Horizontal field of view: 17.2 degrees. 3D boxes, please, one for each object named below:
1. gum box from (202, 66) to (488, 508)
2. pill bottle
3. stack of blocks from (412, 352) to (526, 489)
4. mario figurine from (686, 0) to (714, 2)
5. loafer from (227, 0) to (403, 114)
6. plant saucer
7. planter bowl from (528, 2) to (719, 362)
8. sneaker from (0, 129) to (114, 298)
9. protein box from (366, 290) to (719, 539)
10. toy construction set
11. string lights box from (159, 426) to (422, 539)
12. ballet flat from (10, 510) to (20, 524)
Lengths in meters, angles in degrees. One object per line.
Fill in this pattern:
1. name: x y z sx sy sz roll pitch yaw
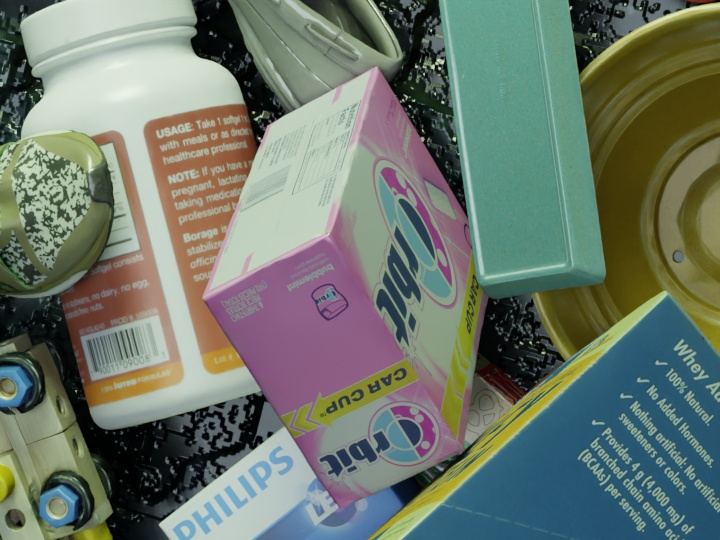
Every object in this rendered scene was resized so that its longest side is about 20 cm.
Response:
1. gum box: 0.000 0.000 1.071 0.066 0.200 0.114 -26 110 18
2. pill bottle: -0.100 -0.032 1.150 0.111 0.112 0.202 -14 89 12
3. stack of blocks: 0.019 0.141 1.160 0.115 0.059 0.200 40 100 7
4. mario figurine: 0.170 -0.223 1.118 0.123 0.105 0.202 4 82 48
5. loafer: -0.048 -0.165 1.149 0.070 0.070 0.201 -34 93 42
6. plant saucer: 0.067 -0.090 1.077 0.070 0.019 0.202 -9 88 43
7. planter bowl: 0.178 -0.022 1.107 0.198 0.083 0.202 1 94 12
8. sneaker: -0.201 -0.017 1.096 0.199 0.088 0.078 -12 88 32
9. protein box: 0.102 0.159 1.002 0.200 0.135 0.199 -39 88 -30
10. toy construction set: -0.193 0.101 1.145 0.130 0.092 0.201 -19 112 15
11. string lights box: 0.009 0.165 1.102 0.103 0.059 0.201 -38 86 10
12. ballet flat: -0.220 0.040 1.201 0.068 0.067 0.202 -18 89 16
